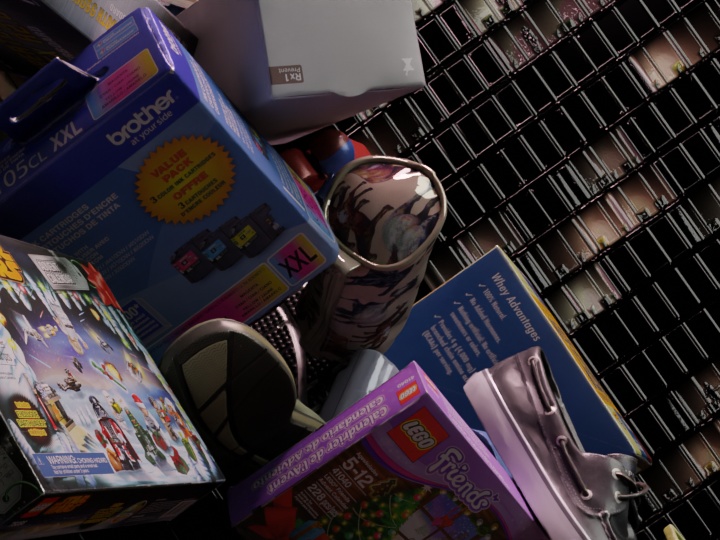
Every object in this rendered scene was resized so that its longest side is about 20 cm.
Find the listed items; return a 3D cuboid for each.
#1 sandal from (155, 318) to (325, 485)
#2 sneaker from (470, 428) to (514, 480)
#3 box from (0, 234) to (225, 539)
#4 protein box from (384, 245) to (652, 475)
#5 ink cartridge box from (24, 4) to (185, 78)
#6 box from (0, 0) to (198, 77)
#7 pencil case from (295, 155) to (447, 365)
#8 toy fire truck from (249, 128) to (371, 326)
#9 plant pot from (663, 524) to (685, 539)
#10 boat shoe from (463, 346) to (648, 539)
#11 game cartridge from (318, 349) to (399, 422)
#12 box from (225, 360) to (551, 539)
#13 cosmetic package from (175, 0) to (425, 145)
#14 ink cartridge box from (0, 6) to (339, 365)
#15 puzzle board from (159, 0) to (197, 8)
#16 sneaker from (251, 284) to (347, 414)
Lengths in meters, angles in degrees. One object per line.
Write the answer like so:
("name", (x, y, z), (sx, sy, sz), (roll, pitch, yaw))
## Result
("sandal", (-0.072, 0.076, 0.794), (0.057, 0.080, 0.201), (61, -2, 26))
("sneaker", (0.090, 0.205, 0.935), (0.078, 0.070, 0.201), (3, 82, -57))
("box", (-0.140, 0.048, 0.616), (0.137, 0.040, 0.200), (56, 7, 13))
("protein box", (0.094, 0.126, 1.131), (0.199, 0.200, 0.135), (57, 8, 18))
("ink cartridge box", (-0.180, -0.182, 1.009), (0.199, 0.076, 0.137), (13, 31, -33))
("box", (-0.204, -0.161, 0.774), (0.158, 0.048, 0.200), (14, -11, 23))
("pencil case", (0.000, 0.000, 0.927), (0.078, 0.089, 0.200), (52, -19, 14))
("toy fire truck", (-0.072, -0.041, 0.946), (0.112, 0.168, 0.200), (55, 7, 6))
("plant pot", (0.227, 0.335, 1.105), (0.201, 0.184, 0.200), (54, 8, -11))
("boat shoe", (0.136, 0.128, 0.840), (0.070, 0.066, 0.200), (45, 11, -52))
("game cartridge", (0.032, 0.169, 0.952), (0.200, 0.041, 0.133), (55, 42, -27))
("box", (0.034, 0.165, 0.826), (0.200, 0.137, 0.039), (50, 8, -27))
("cosmetic package", (-0.056, -0.129, 0.872), (0.200, 0.107, 0.091), (-16, -97, 60))
("ink cartridge box", (-0.123, -0.045, 0.763), (0.200, 0.136, 0.076), (48, 9, -40))
("puzzle board", (-0.129, -0.219, 1.009), (0.200, 0.017, 0.151), (12, 30, -39))
("sneaker", (-0.028, 0.085, 1.046), (0.200, 0.074, 0.080), (66, 4, 39))
